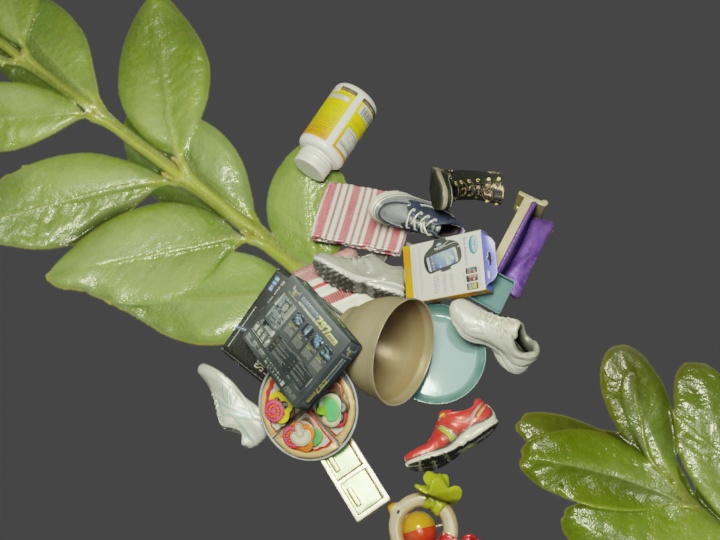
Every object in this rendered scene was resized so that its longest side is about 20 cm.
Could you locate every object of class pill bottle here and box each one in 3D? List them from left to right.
[{"bbox_3d":[-0.057,-0.294,1.736,0.109,0.109,0.201,30,75,13],"label":"pill bottle"}]

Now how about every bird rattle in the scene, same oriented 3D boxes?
[{"bbox_3d":[0.134,0.475,1.484,0.161,0.113,0.202,-17,83,10],"label":"bird rattle"}]

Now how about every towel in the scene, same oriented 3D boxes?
[{"bbox_3d":[-0.038,0.063,1.658,0.143,0.023,0.202,-22,73,-6],"label":"towel"},{"bbox_3d":[0.006,-0.108,1.699,0.198,0.030,0.148,11,62,10],"label":"towel"}]

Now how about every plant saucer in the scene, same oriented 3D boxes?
[{"bbox_3d":[0.149,0.167,1.607,0.198,0.027,0.202,-1,70,4],"label":"plant saucer"},{"bbox_3d":[0.212,0.011,1.592,0.199,0.019,0.070,31,99,35],"label":"plant saucer"}]

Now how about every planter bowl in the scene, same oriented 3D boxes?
[{"bbox_3d":[0.031,0.139,1.525,0.134,0.200,0.202,12,69,37],"label":"planter bowl"}]

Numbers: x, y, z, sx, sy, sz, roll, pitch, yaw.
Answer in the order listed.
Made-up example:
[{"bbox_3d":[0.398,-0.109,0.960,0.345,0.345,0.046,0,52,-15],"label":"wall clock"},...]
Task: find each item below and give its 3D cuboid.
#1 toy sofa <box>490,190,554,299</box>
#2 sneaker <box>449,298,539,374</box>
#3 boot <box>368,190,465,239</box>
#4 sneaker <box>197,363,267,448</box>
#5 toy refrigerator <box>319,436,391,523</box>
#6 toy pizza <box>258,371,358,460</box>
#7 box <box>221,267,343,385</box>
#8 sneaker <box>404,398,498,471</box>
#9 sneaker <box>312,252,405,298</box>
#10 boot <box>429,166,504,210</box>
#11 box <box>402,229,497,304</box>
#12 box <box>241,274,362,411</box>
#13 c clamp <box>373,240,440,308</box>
[{"bbox_3d":[0.320,-0.049,1.641,0.097,0.083,0.201,27,75,13],"label":"toy sofa"},{"bbox_3d":[0.265,0.110,1.560,0.199,0.099,0.078,35,54,-2],"label":"sneaker"},{"bbox_3d":[0.117,-0.106,1.622,0.198,0.073,0.090,3,25,-33],"label":"boot"},{"bbox_3d":[-0.257,0.262,1.577,0.200,0.071,0.080,42,81,15],"label":"sneaker"},{"bbox_3d":[-0.027,0.367,1.526,0.075,0.070,0.201,-31,72,-8],"label":"toy refrigerator"},{"bbox_3d":[-0.101,0.252,1.495,0.198,0.032,0.203,0,90,17],"label":"toy pizza"},{"bbox_3d":[-0.146,0.126,1.592,0.163,0.086,0.201,35,86,14],"label":"box"},{"bbox_3d":[0.164,0.312,1.540,0.199,0.077,0.085,-26,60,-13],"label":"sneaker"},{"bbox_3d":[0.000,0.000,1.639,0.198,0.075,0.083,20,63,-4],"label":"sneaker"},{"bbox_3d":[0.218,-0.165,1.647,0.149,0.200,0.074,4,105,-1],"label":"boot"},{"bbox_3d":[0.179,-0.005,1.585,0.198,0.041,0.121,-11,75,30],"label":"box"},{"bbox_3d":[-0.109,0.129,1.470,0.158,0.051,0.200,-50,54,8],"label":"box"},{"bbox_3d":[0.108,-0.022,1.675,0.199,0.027,0.171,35,76,15],"label":"c clamp"}]
